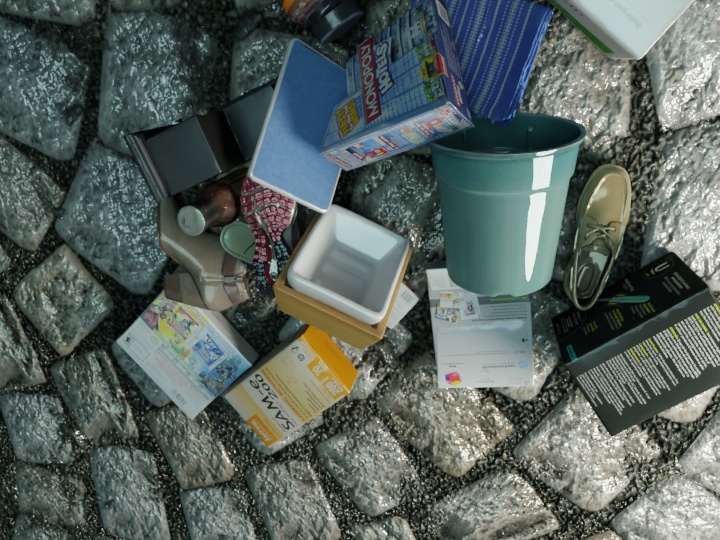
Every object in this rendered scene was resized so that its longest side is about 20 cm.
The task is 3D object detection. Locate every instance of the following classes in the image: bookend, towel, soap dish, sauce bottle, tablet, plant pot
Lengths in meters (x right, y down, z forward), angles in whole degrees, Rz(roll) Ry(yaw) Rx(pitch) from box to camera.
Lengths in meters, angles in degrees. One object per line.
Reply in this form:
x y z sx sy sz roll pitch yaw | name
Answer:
-0.178 -0.193 0.790 0.195 0.200 0.094 -20 105 19 | bookend
0.133 -0.286 0.739 0.198 0.024 0.148 29 112 28 | towel
-0.022 0.006 0.808 0.155 0.202 0.082 25 131 0 | soap dish
-0.200 -0.099 0.827 0.064 0.200 0.068 5 111 13 | sauce bottle
-0.069 -0.195 0.781 0.128 0.014 0.205 22 80 -32 | tablet
0.187 -0.087 0.759 0.195 0.201 0.200 0 118 12 | plant pot

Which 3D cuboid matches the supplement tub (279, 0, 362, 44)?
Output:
-0.078 -0.403 0.744 0.106 0.107 0.202 -29 101 20 | supplement tub

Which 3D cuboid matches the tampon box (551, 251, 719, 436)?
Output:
0.390 0.097 0.789 0.198 0.150 0.127 -34 99 21 | tampon box

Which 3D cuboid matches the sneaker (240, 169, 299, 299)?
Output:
-0.126 -0.066 0.828 0.079 0.075 0.205 4 105 7 | sneaker

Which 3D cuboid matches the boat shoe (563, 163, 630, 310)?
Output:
0.332 -0.043 0.799 0.070 0.065 0.205 12 111 8 | boat shoe

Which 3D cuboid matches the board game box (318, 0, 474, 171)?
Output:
0.030 -0.227 0.732 0.198 0.061 0.204 -26 58 33 | board game box

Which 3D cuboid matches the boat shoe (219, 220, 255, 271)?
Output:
-0.137 -0.016 0.913 0.197 0.066 0.076 28 91 -23 | boat shoe

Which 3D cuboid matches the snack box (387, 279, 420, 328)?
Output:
0.000 0.000 0.911 0.199 0.024 0.072 42 111 -4 | snack box

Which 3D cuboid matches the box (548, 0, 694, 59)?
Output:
0.296 -0.377 0.632 0.198 0.172 0.201 40 112 -3 | box

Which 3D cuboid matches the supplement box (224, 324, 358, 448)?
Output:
-0.119 0.195 0.980 0.199 0.074 0.127 -38 97 22 | supplement box

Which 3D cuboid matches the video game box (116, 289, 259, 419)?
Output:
-0.308 0.138 1.019 0.181 0.047 0.201 -39 97 24 | video game box

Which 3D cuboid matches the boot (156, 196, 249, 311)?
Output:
-0.252 -0.035 0.938 0.142 0.070 0.205 -4 95 1 | boot

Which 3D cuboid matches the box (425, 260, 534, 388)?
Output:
0.187 0.083 0.890 0.152 0.041 0.205 -4 107 14 | box
